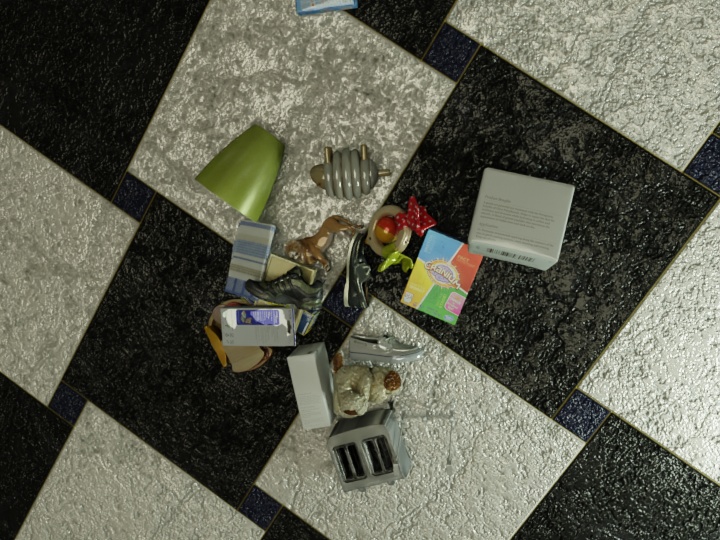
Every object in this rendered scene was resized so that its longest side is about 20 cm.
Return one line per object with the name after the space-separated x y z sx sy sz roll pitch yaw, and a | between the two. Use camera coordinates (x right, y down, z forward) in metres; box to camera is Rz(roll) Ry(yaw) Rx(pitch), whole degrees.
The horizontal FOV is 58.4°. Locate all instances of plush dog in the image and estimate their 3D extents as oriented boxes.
0.019 0.288 1.639 0.170 0.200 0.162 -2 75 -10 | plush dog

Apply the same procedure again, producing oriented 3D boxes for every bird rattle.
0.081 -0.095 1.584 0.163 0.112 0.202 33 115 37 | bird rattle

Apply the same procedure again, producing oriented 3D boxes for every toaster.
0.023 0.466 1.689 0.179 0.119 0.202 -17 95 14 | toaster

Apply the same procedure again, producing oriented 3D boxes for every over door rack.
0.161 0.410 1.612 0.146 0.201 0.067 -4 129 13 | over door rack

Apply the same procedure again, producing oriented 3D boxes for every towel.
-0.286 -0.031 1.671 0.146 0.024 0.202 11 88 43 | towel

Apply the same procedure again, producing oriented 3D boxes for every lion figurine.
-0.095 -0.080 1.658 0.200 0.072 0.123 -45 75 1 | lion figurine

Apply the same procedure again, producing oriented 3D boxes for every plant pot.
-0.282 -0.256 1.620 0.186 0.187 0.201 35 89 5 | plant pot

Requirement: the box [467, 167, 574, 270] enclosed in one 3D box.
0.355 -0.112 1.462 0.197 0.200 0.173 13 87 10 | box

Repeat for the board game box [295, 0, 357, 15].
-0.088 -0.733 1.556 0.149 0.037 0.203 -2 99 12 | board game box

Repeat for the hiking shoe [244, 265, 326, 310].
-0.184 0.035 1.593 0.198 0.076 0.102 13 87 -5 | hiking shoe

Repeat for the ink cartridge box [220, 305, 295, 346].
-0.255 0.140 1.633 0.198 0.039 0.101 0 96 12 | ink cartridge box

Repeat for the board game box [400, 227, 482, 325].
0.205 0.014 1.614 0.152 0.040 0.202 22 103 8 | board game box

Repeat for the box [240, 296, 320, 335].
-0.210 0.090 1.702 0.199 0.070 0.065 29 103 6 | box

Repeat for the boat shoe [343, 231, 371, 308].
0.000 0.000 1.640 0.067 0.072 0.202 9 109 17 | boat shoe

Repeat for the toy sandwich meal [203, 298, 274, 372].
-0.332 0.179 1.743 0.203 0.070 0.208 2 100 12 | toy sandwich meal

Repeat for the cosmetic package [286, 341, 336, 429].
-0.122 0.301 1.698 0.080 0.113 0.202 -12 95 13 | cosmetic package

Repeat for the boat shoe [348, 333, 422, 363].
0.061 0.197 1.658 0.198 0.074 0.068 -2 100 13 | boat shoe

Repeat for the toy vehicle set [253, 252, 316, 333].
-0.201 0.070 1.647 0.123 0.027 0.202 21 100 8 | toy vehicle set

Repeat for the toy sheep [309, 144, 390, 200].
-0.026 -0.239 1.580 0.197 0.138 0.140 -2 99 7 | toy sheep
